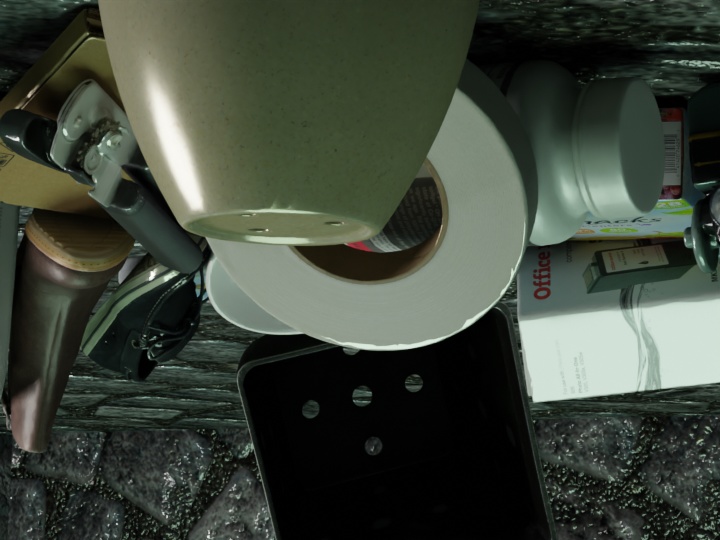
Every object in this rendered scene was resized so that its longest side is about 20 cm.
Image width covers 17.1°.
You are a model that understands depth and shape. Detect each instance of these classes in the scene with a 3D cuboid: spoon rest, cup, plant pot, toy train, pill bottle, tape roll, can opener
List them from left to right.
[{"bbox_3d":[-0.144,-0.058,1.430,0.066,0.053,0.200,19,167,28],"label":"can opener"},{"bbox_3d":[-0.038,-0.091,1.208,0.200,0.144,0.200,1,171,0],"label":"cup"},{"bbox_3d":[0.000,0.000,1.532,0.200,0.061,0.099,-4,131,-13],"label":"spoon rest"},{"bbox_3d":[0.003,-0.047,1.372,0.202,0.203,0.037,-1,-150,18],"label":"tape roll"},{"bbox_3d":[0.016,0.118,1.775,0.199,0.200,0.177,-14,-166,-5],"label":"plant pot"},{"bbox_3d":[0.075,-0.069,1.431,0.200,0.111,0.111,-2,170,26],"label":"pill bottle"},{"bbox_3d":[0.258,-0.051,1.501,0.085,0.114,0.200,-6,170,24],"label":"toy train"}]

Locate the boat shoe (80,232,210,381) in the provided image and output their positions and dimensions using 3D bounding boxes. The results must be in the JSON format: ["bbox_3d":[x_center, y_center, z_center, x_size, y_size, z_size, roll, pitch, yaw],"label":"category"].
[{"bbox_3d":[-0.135,0.023,1.615,0.062,0.075,0.200,42,149,-2],"label":"boat shoe"}]

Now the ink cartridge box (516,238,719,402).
[{"bbox_3d":[0.211,0.010,1.695,0.200,0.146,0.084,-7,125,8],"label":"ink cartridge box"}]

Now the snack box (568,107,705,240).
[{"bbox_3d":[0.136,-0.061,1.607,0.200,0.068,0.169,-2,171,18],"label":"snack box"}]

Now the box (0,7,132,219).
[{"bbox_3d":[-0.139,-0.086,1.441,0.163,0.021,0.200,9,150,-33],"label":"box"}]

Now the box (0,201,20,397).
[{"bbox_3d":[-0.331,-0.012,1.579,0.200,0.199,0.131,6,172,-12],"label":"box"}]

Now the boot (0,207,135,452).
[{"bbox_3d":[-0.198,0.041,1.585,0.072,0.167,0.200,6,-172,-14],"label":"boot"}]

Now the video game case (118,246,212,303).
[{"bbox_3d":[-0.039,0.005,1.685,0.182,0.022,0.200,12,165,-43],"label":"video game case"}]
